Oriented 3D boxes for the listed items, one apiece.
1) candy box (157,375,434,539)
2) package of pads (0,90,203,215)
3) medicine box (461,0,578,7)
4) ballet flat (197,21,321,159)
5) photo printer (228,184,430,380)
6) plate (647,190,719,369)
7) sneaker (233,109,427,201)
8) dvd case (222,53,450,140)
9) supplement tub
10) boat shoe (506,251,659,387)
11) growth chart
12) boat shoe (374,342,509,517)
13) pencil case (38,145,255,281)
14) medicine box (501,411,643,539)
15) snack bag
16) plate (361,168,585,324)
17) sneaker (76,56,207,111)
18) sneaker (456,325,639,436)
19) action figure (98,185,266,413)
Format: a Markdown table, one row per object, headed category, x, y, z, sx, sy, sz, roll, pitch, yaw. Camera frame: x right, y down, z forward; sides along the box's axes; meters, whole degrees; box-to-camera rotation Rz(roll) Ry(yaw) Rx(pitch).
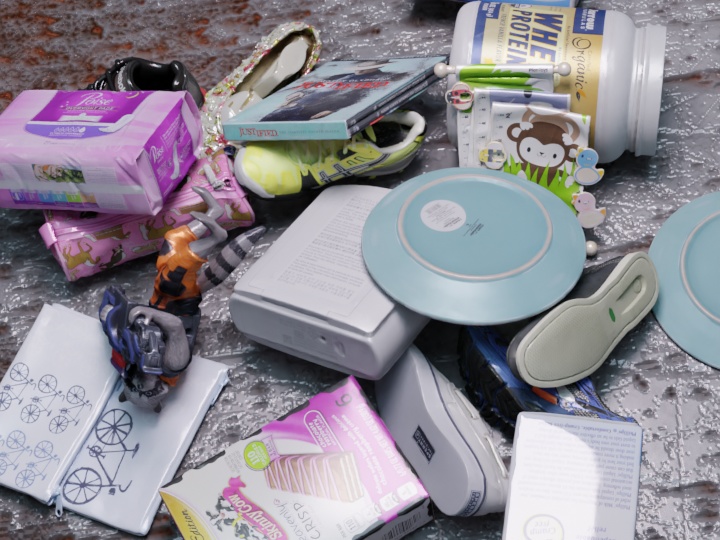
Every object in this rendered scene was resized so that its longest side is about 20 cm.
| category | x | y | z | sx | sy | sz | roll | pitch | yaw |
| --- | --- | --- | --- | --- | --- | --- | --- | --- | --- |
| candy box | -0.055 | 0.200 | 1.498 | 0.199 | 0.061 | 0.137 | -31 | 63 | -9 |
| package of pads | -0.255 | -0.112 | 1.614 | 0.198 | 0.076 | 0.121 | 3 | 39 | 25 |
| medicine box | 0.142 | -0.373 | 1.732 | 0.180 | 0.202 | 0.103 | 10 | 27 | 12 |
| ballet flat | -0.103 | -0.176 | 1.723 | 0.075 | 0.064 | 0.201 | 39 | 64 | -17 |
| photo printer | 0.000 | 0.000 | 1.586 | 0.165 | 0.070 | 0.200 | 16 | 45 | 28 |
| plate | 0.362 | 0.003 | 1.606 | 0.198 | 0.026 | 0.202 | -3 | 59 | 5 |
| sneaker | -0.028 | -0.121 | 1.649 | 0.199 | 0.076 | 0.076 | -17 | 77 | -27 |
| dvd case | -0.019 | -0.166 | 1.659 | 0.145 | 0.022 | 0.200 | 2 | 24 | 35 |
| supplement tub | 0.187 | -0.178 | 1.660 | 0.198 | 0.145 | 0.146 | 5 | 60 | 8 |
| boat shoe | 0.187 | 0.046 | 1.542 | 0.067 | 0.072 | 0.200 | -1 | 24 | 44 |
| growth chart | 0.151 | -0.103 | 1.611 | 0.143 | 0.202 | 0.018 | -4 | 24 | 12 |
| boat shoe | 0.075 | 0.136 | 1.529 | 0.065 | 0.072 | 0.200 | 9 | 30 | -33 |
| pencil case | -0.202 | -0.053 | 1.653 | 0.198 | 0.087 | 0.083 | -18 | 42 | -3 |
| medicine box | 0.163 | 0.245 | 1.387 | 0.102 | 0.183 | 0.202 | 5 | 60 | 8 |
| snack bag | -0.242 | 0.134 | 1.585 | 0.198 | 0.021 | 0.190 | 19 | 62 | 16 |
| plate | 0.100 | -0.031 | 1.533 | 0.198 | 0.026 | 0.201 | 0 | 45 | 0 |
| sneaker | -0.248 | -0.163 | 1.719 | 0.198 | 0.098 | 0.071 | -10 | 60 | 1 |
| sneaker | 0.163 | 0.113 | 1.541 | 0.078 | 0.076 | 0.200 | -35 | 67 | -30 |
| action figure | -0.160 | 0.039 | 1.538 | 0.104 | 0.195 | 0.200 | 19 | 13 | -23 |
